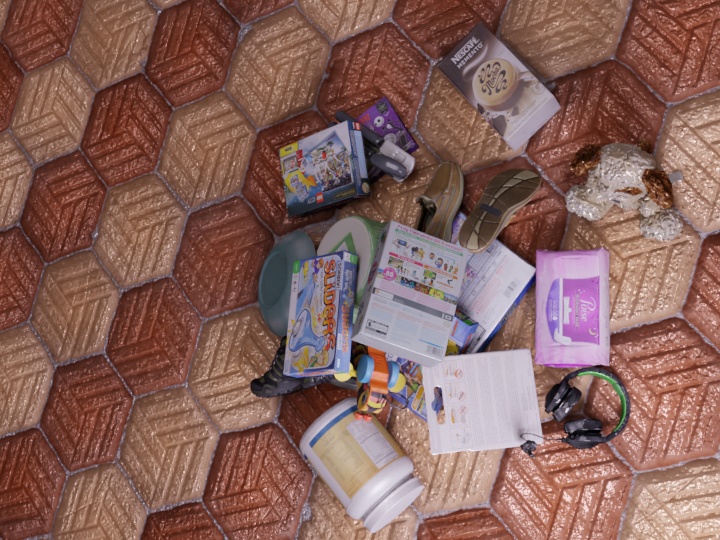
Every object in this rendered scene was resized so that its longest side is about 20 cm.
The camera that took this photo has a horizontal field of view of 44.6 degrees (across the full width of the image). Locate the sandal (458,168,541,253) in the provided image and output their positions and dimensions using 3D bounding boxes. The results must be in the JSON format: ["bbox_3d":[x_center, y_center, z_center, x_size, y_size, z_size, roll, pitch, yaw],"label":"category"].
[{"bbox_3d":[0.241,-0.102,1.538,0.080,0.054,0.201,31,71,25],"label":"sandal"}]

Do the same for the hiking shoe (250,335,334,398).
[{"bbox_3d":[-0.129,0.172,1.610,0.198,0.075,0.102,-20,78,35],"label":"hiking shoe"}]

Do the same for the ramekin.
[{"bbox_3d":[0.000,0.000,1.571,0.199,0.097,0.203,-24,58,46],"label":"ramekin"}]

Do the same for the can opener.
[{"bbox_3d":[0.015,-0.235,1.629,0.199,0.067,0.054,38,98,22],"label":"can opener"}]

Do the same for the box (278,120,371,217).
[{"bbox_3d":[-0.071,-0.187,1.657,0.199,0.037,0.139,-13,84,44],"label":"box"}]

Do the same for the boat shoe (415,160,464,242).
[{"bbox_3d":[0.133,-0.117,1.557,0.071,0.076,0.202,-20,49,45],"label":"boat shoe"}]

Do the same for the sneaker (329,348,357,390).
[{"bbox_3d":[-0.053,0.133,1.620,0.199,0.076,0.115,38,123,26],"label":"sneaker"}]

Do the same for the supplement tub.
[{"bbox_3d":[0.002,0.341,1.544,0.145,0.144,0.200,-45,69,11],"label":"supplement tub"}]

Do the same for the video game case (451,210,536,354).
[{"bbox_3d":[0.189,0.029,1.562,0.181,0.045,0.201,39,99,22],"label":"video game case"}]

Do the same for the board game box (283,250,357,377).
[{"bbox_3d":[-0.068,0.076,1.500,0.134,0.034,0.203,-12,68,45],"label":"board game box"}]

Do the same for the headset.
[{"bbox_3d":[0.347,0.238,1.431,0.199,0.094,0.124,-31,74,-3],"label":"headset"}]

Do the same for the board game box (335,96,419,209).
[{"bbox_3d":[0.002,-0.225,1.686,0.199,0.032,0.121,-37,67,14],"label":"board game box"}]

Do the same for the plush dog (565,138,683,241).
[{"bbox_3d":[0.434,-0.151,1.415,0.198,0.171,0.162,21,91,24],"label":"plush dog"}]

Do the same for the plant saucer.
[{"bbox_3d":[-0.150,0.021,1.653,0.200,0.038,0.204,-25,59,50],"label":"plant saucer"}]

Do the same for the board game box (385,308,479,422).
[{"bbox_3d":[0.111,0.146,1.549,0.135,0.034,0.202,33,114,26],"label":"board game box"}]

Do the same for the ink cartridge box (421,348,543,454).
[{"bbox_3d":[0.200,0.220,1.480,0.197,0.050,0.163,-4,80,-10],"label":"ink cartridge box"}]

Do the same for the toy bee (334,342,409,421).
[{"bbox_3d":[0.012,0.197,1.509,0.130,0.200,0.109,26,117,-3],"label":"toy bee"}]

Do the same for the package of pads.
[{"bbox_3d":[0.356,0.061,1.470,0.119,0.075,0.203,-2,80,27],"label":"package of pads"}]

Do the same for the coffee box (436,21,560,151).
[{"bbox_3d":[0.245,-0.329,1.568,0.113,0.080,0.201,-44,70,12],"label":"coffee box"}]

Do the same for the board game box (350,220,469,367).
[{"bbox_3d":[0.083,0.039,1.444,0.146,0.064,0.202,20,71,-9],"label":"board game box"}]
